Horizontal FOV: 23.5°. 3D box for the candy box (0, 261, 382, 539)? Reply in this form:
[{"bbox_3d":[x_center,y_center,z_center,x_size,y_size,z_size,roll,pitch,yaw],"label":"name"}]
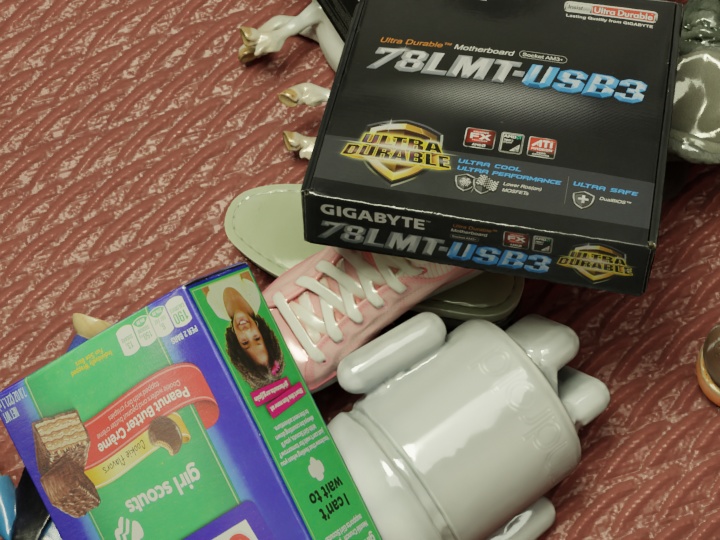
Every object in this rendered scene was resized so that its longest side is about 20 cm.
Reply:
[{"bbox_3d":[-0.098,0.123,1.001,0.169,0.077,0.201,-29,89,32],"label":"candy box"}]

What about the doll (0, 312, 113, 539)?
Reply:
[{"bbox_3d":[-0.182,0.132,1.094,0.135,0.048,0.201,14,75,0],"label":"doll"}]

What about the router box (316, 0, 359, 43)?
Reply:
[{"bbox_3d":[0.050,-0.205,1.159,0.157,0.052,0.201,-32,90,-24],"label":"router box"}]

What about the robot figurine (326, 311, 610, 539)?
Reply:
[{"bbox_3d":[0.053,0.108,1.050,0.199,0.113,0.170,-36,102,-10],"label":"robot figurine"}]

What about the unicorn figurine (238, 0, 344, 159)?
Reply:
[{"bbox_3d":[-0.012,-0.164,1.198,0.137,0.074,0.201,-22,82,-15],"label":"unicorn figurine"}]

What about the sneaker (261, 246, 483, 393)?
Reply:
[{"bbox_3d":[0.000,0.000,1.039,0.199,0.105,0.076,-33,72,-7],"label":"sneaker"}]

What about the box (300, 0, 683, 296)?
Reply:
[{"bbox_3d":[0.081,-0.088,1.009,0.198,0.050,0.199,9,52,8],"label":"box"}]

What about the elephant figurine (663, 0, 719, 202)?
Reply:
[{"bbox_3d":[0.195,-0.109,1.125,0.200,0.142,0.155,-39,50,-15],"label":"elephant figurine"}]

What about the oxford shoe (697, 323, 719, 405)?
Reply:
[{"bbox_3d":[0.312,0.058,1.065,0.198,0.073,0.072,-1,67,4],"label":"oxford shoe"}]

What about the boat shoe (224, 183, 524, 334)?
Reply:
[{"bbox_3d":[0.008,-0.001,1.127,0.200,0.061,0.072,17,69,10],"label":"boat shoe"}]
